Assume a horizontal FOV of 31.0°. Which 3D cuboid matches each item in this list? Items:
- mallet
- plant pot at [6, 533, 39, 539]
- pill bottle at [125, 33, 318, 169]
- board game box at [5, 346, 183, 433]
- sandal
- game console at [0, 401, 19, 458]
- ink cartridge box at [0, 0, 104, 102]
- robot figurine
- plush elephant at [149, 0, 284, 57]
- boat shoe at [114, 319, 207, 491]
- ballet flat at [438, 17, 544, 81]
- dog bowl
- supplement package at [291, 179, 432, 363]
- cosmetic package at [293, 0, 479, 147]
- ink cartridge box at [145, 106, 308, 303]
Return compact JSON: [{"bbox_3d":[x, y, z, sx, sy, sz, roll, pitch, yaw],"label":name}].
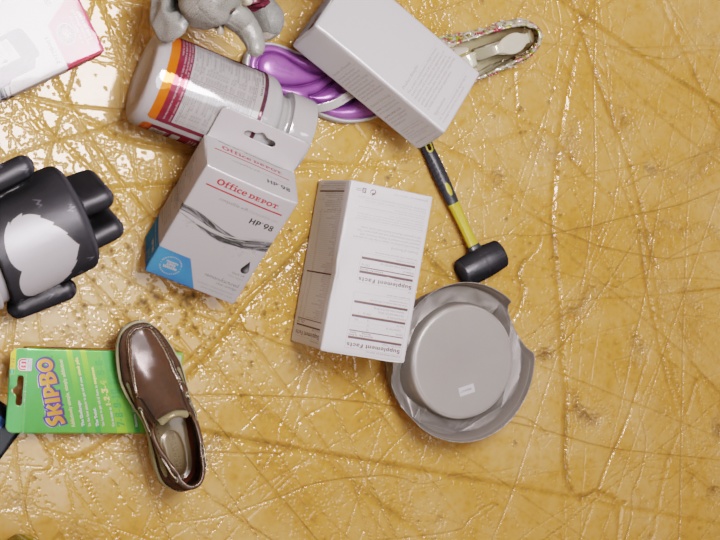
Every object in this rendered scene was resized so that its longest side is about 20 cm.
[{"bbox_3d":[0.112,-0.073,1.640,0.066,0.041,0.200,-35,101,-15],"label":"mallet"},{"bbox_3d":[-0.355,0.398,1.388,0.195,0.194,0.201,30,75,-21],"label":"plant pot"},{"bbox_3d":[-0.156,-0.186,1.477,0.199,0.109,0.110,19,85,-23],"label":"pill bottle"},{"bbox_3d":[-0.301,0.136,1.473,0.199,0.030,0.096,4,91,-29],"label":"board game box"},{"bbox_3d":[-0.043,-0.223,1.555,0.202,0.050,0.083,6,91,-23],"label":"sandal"},{"bbox_3d":[-0.476,0.181,1.363,0.200,0.171,0.118,40,104,-19],"label":"game console"},{"bbox_3d":[-0.399,-0.254,1.385,0.200,0.084,0.145,-30,103,-19],"label":"ink cartridge box"},{"bbox_3d":[-0.358,-0.035,1.392,0.199,0.125,0.151,-26,90,-20],"label":"robot figurine"},{"bbox_3d":[-0.138,-0.306,1.413,0.200,0.164,0.155,36,48,-29],"label":"plush elephant"},{"bbox_3d":[-0.216,0.153,1.462,0.075,0.075,0.203,-24,104,-24],"label":"boat shoe"},{"bbox_3d":[0.144,-0.270,1.625,0.199,0.064,0.076,-28,104,-19],"label":"ballet flat"},{"bbox_3d":[0.120,0.113,1.638,0.199,0.059,0.201,-1,94,-22],"label":"dog bowl"},{"bbox_3d":[0.000,0.000,1.551,0.109,0.114,0.201,10,90,-22],"label":"supplement package"},{"bbox_3d":[0.031,-0.248,1.529,0.200,0.074,0.102,38,64,-13],"label":"cosmetic package"},{"bbox_3d":[-0.149,-0.071,1.454,0.115,0.067,0.200,22,121,-22],"label":"ink cartridge box"}]
